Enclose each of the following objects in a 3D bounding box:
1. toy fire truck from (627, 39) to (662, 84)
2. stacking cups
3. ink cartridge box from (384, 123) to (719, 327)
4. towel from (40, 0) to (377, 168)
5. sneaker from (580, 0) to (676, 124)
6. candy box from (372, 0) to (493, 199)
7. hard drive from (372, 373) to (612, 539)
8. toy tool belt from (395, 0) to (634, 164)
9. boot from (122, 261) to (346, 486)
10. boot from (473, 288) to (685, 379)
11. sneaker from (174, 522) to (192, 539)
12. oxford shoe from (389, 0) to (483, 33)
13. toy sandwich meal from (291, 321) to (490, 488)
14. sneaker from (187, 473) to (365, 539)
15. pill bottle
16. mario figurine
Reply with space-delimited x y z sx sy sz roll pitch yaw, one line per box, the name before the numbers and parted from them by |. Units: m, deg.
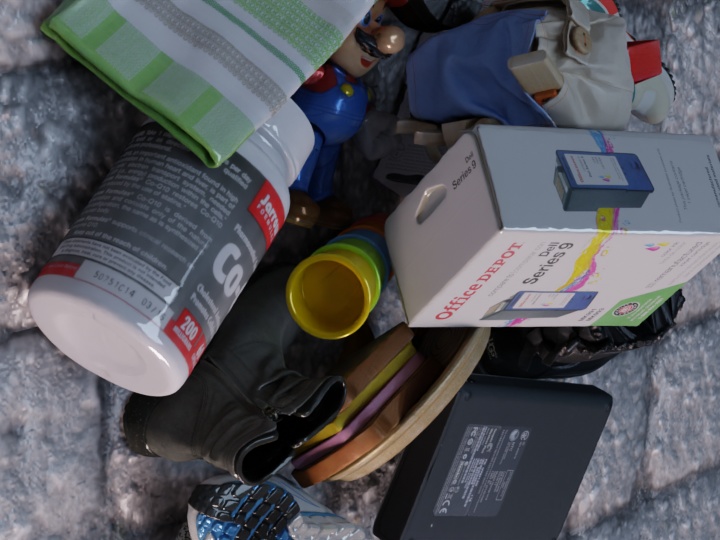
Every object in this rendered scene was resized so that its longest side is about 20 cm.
toy fire truck | 0.118 -0.193 1.419 0.049 0.200 0.141 -21 104 -49
stacking cups | 0.000 0.000 1.381 0.200 0.060 0.061 -39 131 -73
ink cartridge box | 0.138 -0.027 1.331 0.200 0.145 0.088 2 60 -28
towel | -0.089 -0.173 1.233 0.200 0.149 0.031 -51 177 -34
sneaker | 0.180 -0.157 1.527 0.093 0.070 0.200 -54 141 -6
candy box | 0.110 -0.132 1.544 0.168 0.072 0.200 32 73 -50
hard drive | 0.109 0.152 1.507 0.200 0.033 0.140 9 107 -46
toy tool belt | 0.085 -0.129 1.346 0.123 0.200 0.125 -5 86 -46
boot | -0.058 0.075 1.320 0.200 0.131 0.068 -47 132 -36
boot | 0.192 0.041 1.540 0.198 0.162 0.073 -12 83 -40
sneaker | -0.086 0.248 1.378 0.200 0.077 0.089 57 43 -46
oxford shoe | 0.009 -0.261 1.392 0.073 0.084 0.200 -30 103 -29
toy sandwich meal | 0.011 0.077 1.404 0.070 0.205 0.205 44 58 -11
sneaker | -0.078 0.173 1.350 0.075 0.087 0.200 -51 150 0
pill bottle | -0.116 -0.030 1.234 0.200 0.114 0.114 -59 138 -25
mario figurine | -0.008 -0.127 1.354 0.106 0.123 0.200 11 98 -10
